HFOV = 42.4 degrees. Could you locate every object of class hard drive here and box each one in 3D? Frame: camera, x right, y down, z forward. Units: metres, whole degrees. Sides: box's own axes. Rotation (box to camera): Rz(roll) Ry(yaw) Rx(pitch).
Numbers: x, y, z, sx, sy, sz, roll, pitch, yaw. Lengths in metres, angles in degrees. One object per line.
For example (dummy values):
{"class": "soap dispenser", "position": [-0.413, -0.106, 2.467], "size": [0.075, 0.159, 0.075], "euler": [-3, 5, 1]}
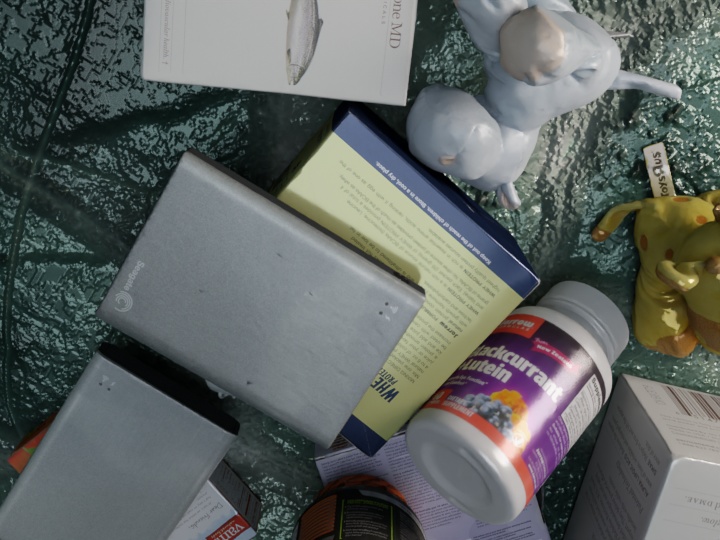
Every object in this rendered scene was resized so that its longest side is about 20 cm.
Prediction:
{"class": "hard drive", "position": [-0.073, 0.022, 0.680], "size": [0.199, 0.033, 0.140], "euler": [31, 104, -7]}
{"class": "hard drive", "position": [-0.216, 0.180, 0.813], "size": [0.139, 0.033, 0.201], "euler": [32, 103, -9]}

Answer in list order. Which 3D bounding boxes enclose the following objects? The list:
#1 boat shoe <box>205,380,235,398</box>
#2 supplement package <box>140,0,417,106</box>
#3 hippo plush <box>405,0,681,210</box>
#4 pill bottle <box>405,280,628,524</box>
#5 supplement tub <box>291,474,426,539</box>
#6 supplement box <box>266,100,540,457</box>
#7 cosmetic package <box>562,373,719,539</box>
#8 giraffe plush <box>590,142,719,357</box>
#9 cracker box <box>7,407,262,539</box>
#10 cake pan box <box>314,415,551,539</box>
{"class": "boat shoe", "position": [-0.114, 0.074, 0.831], "size": [0.201, 0.070, 0.071], "euler": [41, 119, -12]}
{"class": "supplement package", "position": [-0.059, -0.200, 0.717], "size": [0.198, 0.117, 0.118], "euler": [5, 106, -2]}
{"class": "hippo plush", "position": [0.110, -0.152, 0.743], "size": [0.199, 0.160, 0.161], "euler": [5, 135, -45]}
{"class": "pill bottle", "position": [0.138, 0.101, 0.771], "size": [0.200, 0.111, 0.112], "euler": [-43, 107, -29]}
{"class": "supplement tub", "position": [-0.002, 0.259, 0.761], "size": [0.121, 0.200, 0.124], "euler": [1, 107, 2]}
{"class": "supplement box", "position": [0.000, 0.000, 0.767], "size": [0.200, 0.134, 0.200], "euler": [40, 103, -10]}
{"class": "cosmetic package", "position": [0.295, 0.227, 0.822], "size": [0.164, 0.165, 0.201], "euler": [12, 106, -3]}
{"class": "giraffe plush", "position": [0.297, 0.000, 0.755], "size": [0.172, 0.162, 0.201], "euler": [-34, 105, 9]}
{"class": "cracker box", "position": [-0.205, 0.199, 0.865], "size": [0.134, 0.058, 0.200], "euler": [-36, 103, 10]}
{"class": "cake pan box", "position": [0.075, 0.218, 0.878], "size": [0.199, 0.052, 0.185], "euler": [-19, 108, 5]}
